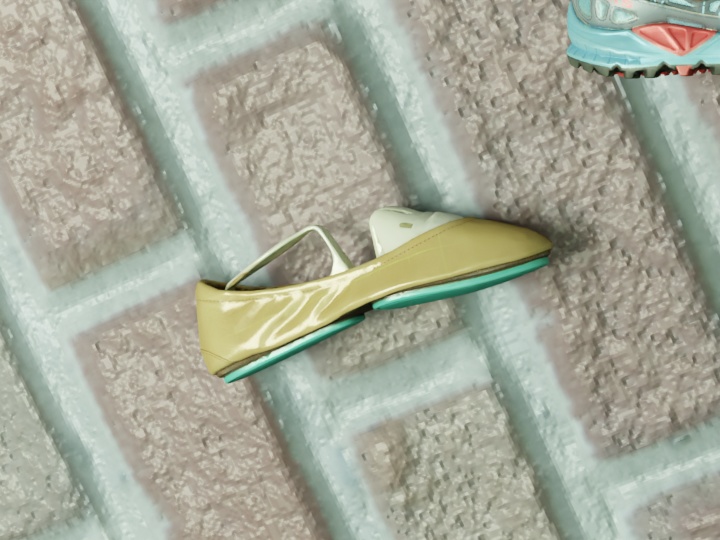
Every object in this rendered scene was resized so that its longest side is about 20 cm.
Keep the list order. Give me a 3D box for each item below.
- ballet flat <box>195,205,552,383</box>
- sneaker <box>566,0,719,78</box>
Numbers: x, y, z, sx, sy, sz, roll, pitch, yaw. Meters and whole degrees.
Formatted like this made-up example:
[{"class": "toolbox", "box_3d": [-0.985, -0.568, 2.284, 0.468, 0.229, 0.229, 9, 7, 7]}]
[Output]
[{"class": "ballet flat", "box_3d": [0.000, 0.000, 1.096, 0.199, 0.069, 0.064, -20, 85, 15]}, {"class": "sneaker", "box_3d": [0.194, -0.143, 1.008, 0.198, 0.079, 0.096, -2, 102, 13]}]
